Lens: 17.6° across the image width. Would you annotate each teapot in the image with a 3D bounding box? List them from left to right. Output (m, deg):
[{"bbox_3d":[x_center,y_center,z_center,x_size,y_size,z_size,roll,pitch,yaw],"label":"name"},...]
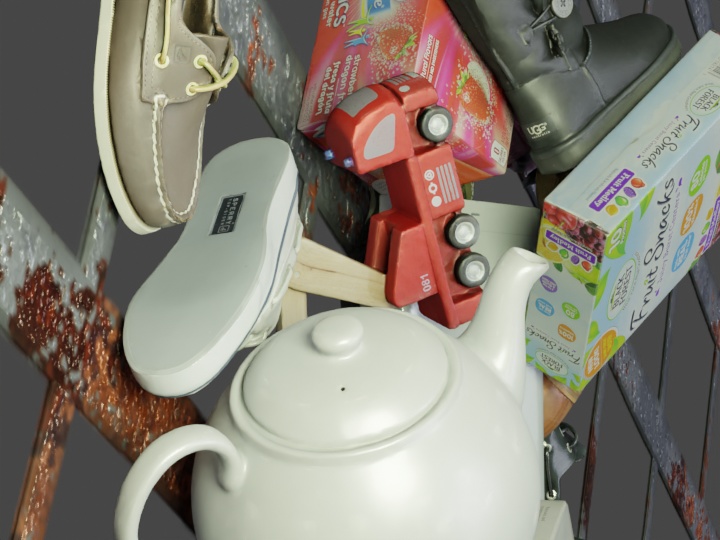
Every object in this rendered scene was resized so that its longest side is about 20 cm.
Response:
[{"bbox_3d":[-0.006,0.089,1.191,0.201,0.196,0.147,-72,157,-50],"label":"teapot"}]

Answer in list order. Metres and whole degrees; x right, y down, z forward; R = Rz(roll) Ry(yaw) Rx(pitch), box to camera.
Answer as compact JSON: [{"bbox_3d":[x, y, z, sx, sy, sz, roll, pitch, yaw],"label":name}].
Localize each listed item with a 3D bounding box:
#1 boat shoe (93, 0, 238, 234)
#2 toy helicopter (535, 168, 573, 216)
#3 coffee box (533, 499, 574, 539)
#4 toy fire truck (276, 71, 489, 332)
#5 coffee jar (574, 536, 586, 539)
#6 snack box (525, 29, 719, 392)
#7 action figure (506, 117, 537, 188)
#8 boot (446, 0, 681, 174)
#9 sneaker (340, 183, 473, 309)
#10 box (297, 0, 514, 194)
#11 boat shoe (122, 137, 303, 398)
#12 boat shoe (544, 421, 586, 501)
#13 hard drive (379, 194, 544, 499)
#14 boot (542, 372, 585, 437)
[{"bbox_3d":[-0.094,-0.119,1.164,0.072,0.059,0.202,-11,101,-71],"label":"boat shoe"},{"bbox_3d":[0.166,-0.031,1.560,0.133,0.079,0.200,-61,144,-17],"label":"toy helicopter"},{"bbox_3d":[0.018,0.187,1.279,0.080,0.199,0.115,-64,149,-49],"label":"coffee box"},{"bbox_3d":[0.000,0.000,1.336,0.049,0.140,0.201,26,-46,64],"label":"toy fire truck"},{"bbox_3d":[0.106,0.216,1.546,0.086,0.199,0.105,112,-2,-50],"label":"coffee jar"},{"bbox_3d":[0.179,-0.038,1.450,0.200,0.053,0.143,-43,151,-35],"label":"snack box"},{"bbox_3d":[0.110,-0.166,1.604,0.201,0.148,0.134,64,16,-2],"label":"action figure"},{"bbox_3d":[0.111,-0.185,1.427,0.201,0.065,0.165,58,41,-16],"label":"boot"},{"bbox_3d":[0.048,-0.018,1.504,0.088,0.077,0.201,29,60,-38],"label":"sneaker"},{"bbox_3d":[0.041,-0.157,1.454,0.100,0.095,0.201,36,54,-38],"label":"box"},{"bbox_3d":[-0.066,0.009,1.227,0.200,0.073,0.066,-65,144,-48],"label":"boat shoe"},{"bbox_3d":[0.125,0.135,1.620,0.074,0.066,0.201,-162,-108,-78],"label":"boat shoe"},{"bbox_3d":[0.064,0.058,1.436,0.131,0.026,0.202,4,83,-45],"label":"hard drive"},{"bbox_3d":[0.064,0.059,1.564,0.156,0.200,0.077,-51,142,-1],"label":"boot"}]
